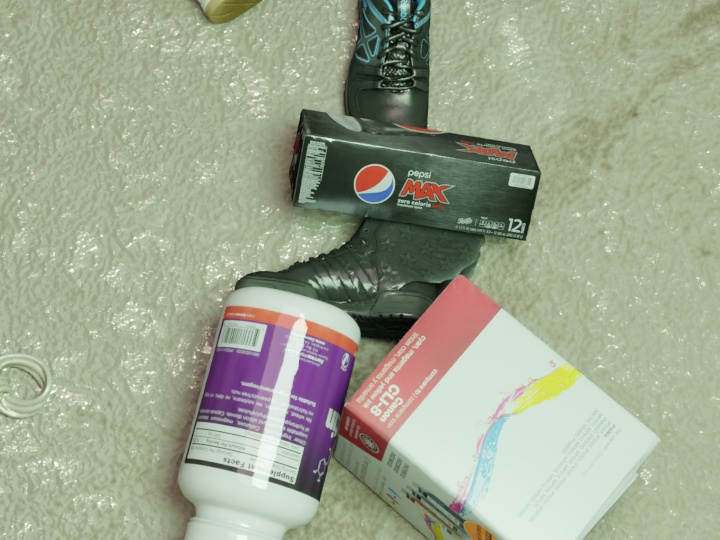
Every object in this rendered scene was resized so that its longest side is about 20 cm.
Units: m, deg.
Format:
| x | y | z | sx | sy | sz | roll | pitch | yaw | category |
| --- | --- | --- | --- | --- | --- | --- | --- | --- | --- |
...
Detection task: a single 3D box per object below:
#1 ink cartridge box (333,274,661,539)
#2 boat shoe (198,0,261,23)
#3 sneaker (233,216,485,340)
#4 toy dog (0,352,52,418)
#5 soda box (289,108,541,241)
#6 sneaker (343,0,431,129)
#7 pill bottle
| x | y | z | sx | sy | sz | roll | pitch | yaw | category |
| --- | --- | --- | --- | --- | --- | --- | --- | --- | --- |
| 0.101 | 0.137 | 1.427 | 0.200 | 0.146 | 0.145 | 39 | 70 | 11 | ink cartridge box |
| -0.067 | -0.297 | 1.622 | 0.199 | 0.071 | 0.070 | -34 | 77 | -15 | boat shoe |
| 0.000 | -0.002 | 1.522 | 0.198 | 0.060 | 0.105 | 8 | 60 | 0 | sneaker |
| -0.341 | 0.052 | 1.446 | 0.132 | 0.096 | 0.200 | -38 | 76 | -17 | toy dog |
| 0.044 | -0.079 | 1.522 | 0.198 | 0.071 | 0.064 | 9 | 113 | -8 | soda box |
| 0.025 | -0.189 | 1.582 | 0.072 | 0.082 | 0.202 | 1 | 70 | -8 | sneaker |
| -0.074 | 0.121 | 1.428 | 0.111 | 0.113 | 0.202 | 14 | 78 | 0 | pill bottle |
